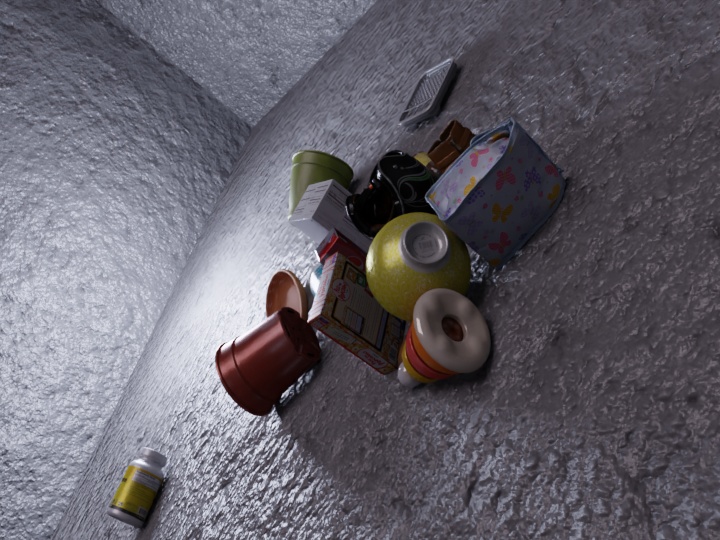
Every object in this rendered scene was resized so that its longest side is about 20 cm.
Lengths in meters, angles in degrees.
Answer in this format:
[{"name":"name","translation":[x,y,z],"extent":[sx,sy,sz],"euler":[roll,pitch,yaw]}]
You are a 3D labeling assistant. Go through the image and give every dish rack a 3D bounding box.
[{"name":"dish rack","translation":[0.193,-0.490,1.814],"extent":[0.170,0.043,0.204],"euler":[-10,51,60]}]

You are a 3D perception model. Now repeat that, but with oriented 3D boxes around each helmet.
[{"name":"helmet","translation":[0.079,-0.158,1.425],"extent":[0.198,0.204,0.189],"euler":[-33,-5,39]}]

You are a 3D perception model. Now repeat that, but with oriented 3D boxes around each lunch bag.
[{"name":"lunch bag","translation":[0.240,-0.137,1.122],"extent":[0.201,0.168,0.128],"euler":[-47,33,16]}]

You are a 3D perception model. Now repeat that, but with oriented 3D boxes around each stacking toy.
[{"name":"stacking toy","translation":[0.113,0.140,1.097],"extent":[0.201,0.143,0.149],"euler":[-52,19,46]}]

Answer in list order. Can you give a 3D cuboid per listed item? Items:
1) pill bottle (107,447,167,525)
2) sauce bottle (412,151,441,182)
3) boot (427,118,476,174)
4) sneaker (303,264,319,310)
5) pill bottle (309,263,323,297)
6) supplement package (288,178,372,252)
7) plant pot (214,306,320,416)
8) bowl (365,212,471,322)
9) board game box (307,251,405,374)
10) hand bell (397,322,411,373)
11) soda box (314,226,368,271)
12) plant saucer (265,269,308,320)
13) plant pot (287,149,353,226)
[{"name":"pill bottle","translation":[-0.649,0.634,1.906],"extent":[0.111,0.111,0.204],"euler":[-22,40,50]},{"name":"sauce bottle","translation":[0.170,-0.225,1.497],"extent":[0.065,0.064,0.201],"euler":[-51,26,8]},{"name":"boot","translation":[0.187,-0.181,1.294],"extent":[0.203,0.153,0.073],"euler":[-60,25,-10]},{"name":"sneaker","translation":[-0.131,0.068,1.717],"extent":[0.202,0.071,0.073],"euler":[-56,50,30]},{"name":"pill bottle","translation":[-0.058,0.042,1.535],"extent":[0.112,0.110,0.200],"euler":[-53,23,3]},{"name":"supplement package","translation":[-0.052,-0.114,1.608],"extent":[0.113,0.198,0.155],"euler":[-59,24,-14]},{"name":"plant pot","translation":[-0.208,0.204,1.541],"extent":[0.194,0.201,0.203],"euler":[-37,28,17]},{"name":"bowl","translation":[0.108,-0.024,1.130],"extent":[0.108,0.195,0.204],"euler":[99,-167,-65]},{"name":"board game box","translation":[0.001,0.083,1.260],"extent":[0.046,0.198,0.154],"euler":[-29,33,42]},{"name":"hand bell","translation":[0.103,0.095,1.220],"extent":[0.103,0.102,0.206],"euler":[0,71,61]},{"name":"soda box","translation":[0.000,0.000,1.366],"extent":[0.070,0.198,0.064],"euler":[-49,25,9]},{"name":"plant saucer","translation":[-0.190,0.099,1.705],"extent":[0.198,0.037,0.207],"euler":[2,92,54]},{"name":"plant pot","translation":[-0.136,-0.224,1.953],"extent":[0.198,0.197,0.199],"euler":[-11,60,57]}]
